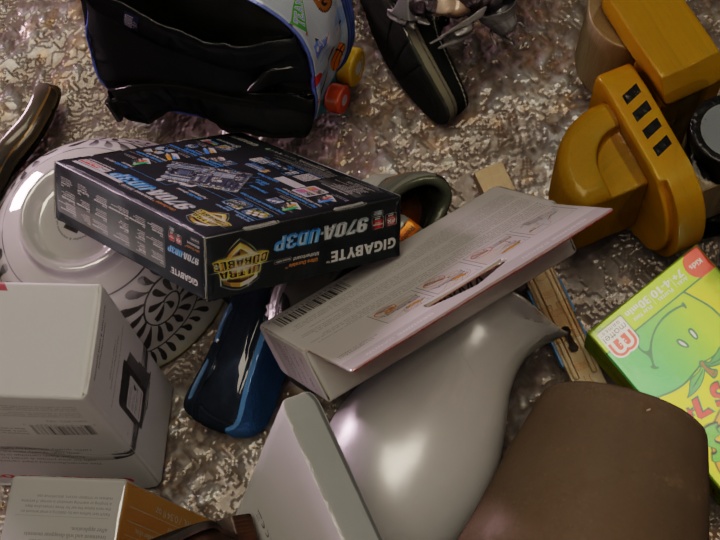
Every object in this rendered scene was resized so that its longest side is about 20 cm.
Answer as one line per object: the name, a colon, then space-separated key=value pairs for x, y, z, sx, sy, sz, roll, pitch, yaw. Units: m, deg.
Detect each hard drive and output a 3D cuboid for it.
hard drive: x=-0.034 y=0.181 z=1.163 sx=0.027 sy=0.200 sz=0.132 roll=-17 pitch=67 yaw=-22

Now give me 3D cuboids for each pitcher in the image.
pitcher: x=0.034 y=0.101 z=1.232 sx=0.171 sy=0.121 sz=0.200 roll=17 pitch=75 yaw=54

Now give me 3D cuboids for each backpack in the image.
backpack: x=-0.099 y=-0.186 z=1.265 sx=0.190 sy=0.200 sz=0.154 roll=25 pitch=66 yaw=17

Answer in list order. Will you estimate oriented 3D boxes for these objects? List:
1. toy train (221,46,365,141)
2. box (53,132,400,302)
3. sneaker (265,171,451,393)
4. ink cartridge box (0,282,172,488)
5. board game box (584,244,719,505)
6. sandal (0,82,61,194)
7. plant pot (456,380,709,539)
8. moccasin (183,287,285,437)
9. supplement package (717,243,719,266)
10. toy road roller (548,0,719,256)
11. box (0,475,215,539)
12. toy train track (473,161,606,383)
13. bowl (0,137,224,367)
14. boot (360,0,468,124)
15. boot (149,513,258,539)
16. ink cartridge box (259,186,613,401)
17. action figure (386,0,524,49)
toy train: x=-0.075 y=-0.185 z=1.378 sx=0.150 sy=0.056 sz=0.201 roll=-23 pitch=68 yaw=6
box: x=-0.093 y=-0.043 z=1.197 sx=0.159 sy=0.046 sz=0.200 roll=-13 pitch=25 yaw=-36
sneaker: x=0.000 y=0.000 z=1.249 sx=0.074 sy=0.079 sz=0.200 roll=44 pitch=57 yaw=-20
ink cartridge box: x=-0.226 y=0.083 z=1.226 sx=0.145 sy=0.200 sz=0.084 roll=1 pitch=67 yaw=9
board game box: x=0.258 y=0.092 z=1.216 sx=0.101 sy=0.048 sz=0.200 roll=-38 pitch=76 yaw=-6
sandal: x=-0.300 y=-0.070 z=1.348 sx=0.054 sy=0.082 sz=0.200 roll=33 pitch=74 yaw=-9
plant pot: x=0.150 y=0.172 z=1.139 sx=0.199 sy=0.200 sz=0.175 roll=13 pitch=70 yaw=13
moccasin: x=-0.080 y=0.020 z=1.289 sx=0.068 sy=0.081 sz=0.201 roll=11 pitch=68 yaw=27
supplement package: x=0.364 y=-0.013 z=1.210 sx=0.200 sy=0.120 sz=0.121 roll=36 pitch=80 yaw=18
toy road roller: x=0.188 y=-0.103 z=1.256 sx=0.146 sy=0.123 sz=0.200 roll=-22 pitch=68 yaw=-11
box: x=-0.182 y=0.252 z=1.187 sx=0.097 sy=0.124 sz=0.201 roll=-1 pitch=70 yaw=27
toy train track: x=0.133 y=0.016 z=1.286 sx=0.114 sy=0.033 sz=0.201 roll=-22 pitch=74 yaw=-7
bowl: x=-0.200 y=-0.025 z=1.316 sx=0.200 sy=0.094 sz=0.202 roll=-3 pitch=71 yaw=7
boot: x=0.075 y=-0.230 z=1.357 sx=0.153 sy=0.073 sz=0.204 roll=-25 pitch=84 yaw=-15
boot: x=-0.086 y=0.264 z=1.135 sx=0.064 sy=0.186 sz=0.201 roll=-22 pitch=80 yaw=25
ink cartridge box: x=0.052 y=0.017 z=1.133 sx=0.200 sy=0.176 sz=0.045 roll=-31 pitch=108 yaw=-14
action figure: x=0.058 y=-0.249 z=1.288 sx=0.130 sy=0.069 sz=0.200 roll=-43 pitch=104 yaw=-27
